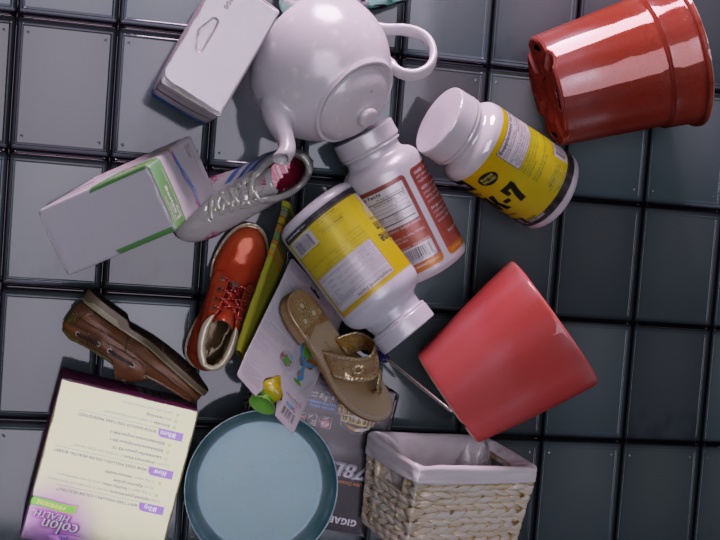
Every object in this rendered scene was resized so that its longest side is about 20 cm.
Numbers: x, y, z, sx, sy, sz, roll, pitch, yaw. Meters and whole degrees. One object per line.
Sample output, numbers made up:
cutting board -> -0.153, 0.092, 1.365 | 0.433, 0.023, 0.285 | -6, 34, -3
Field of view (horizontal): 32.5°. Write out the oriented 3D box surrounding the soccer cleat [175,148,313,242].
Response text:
soccer cleat -> -0.149, -0.100, 1.564 | 0.199, 0.086, 0.070 | -30, 100, -9

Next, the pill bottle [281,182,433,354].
pill bottle -> 0.000, 0.000, 1.532 | 0.112, 0.112, 0.201 | -37, 88, -8

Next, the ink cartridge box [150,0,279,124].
ink cartridge box -> -0.179, -0.261, 1.487 | 0.084, 0.200, 0.146 | 30, 87, -13

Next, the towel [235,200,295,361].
towel -> -0.121, 0.014, 1.559 | 0.018, 0.086, 0.202 | 15, 75, 8

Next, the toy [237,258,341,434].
toy -> -0.098, 0.097, 1.569 | 0.115, 0.047, 0.201 | 50, 40, -28

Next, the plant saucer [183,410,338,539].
plant saucer -> -0.128, 0.277, 1.579 | 0.198, 0.027, 0.203 | -1, 93, -12

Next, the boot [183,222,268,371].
boot -> -0.162, 0.036, 1.562 | 0.074, 0.107, 0.202 | 20, 87, -12

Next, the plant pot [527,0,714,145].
plant pot -> 0.333, -0.262, 1.624 | 0.193, 0.201, 0.203 | -16, 97, -3

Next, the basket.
basket -> 0.109, 0.291, 1.610 | 0.198, 0.135, 0.125 | 7, 99, -31

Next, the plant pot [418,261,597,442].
plant pot -> 0.183, 0.116, 1.615 | 0.177, 0.200, 0.201 | -35, 101, 3

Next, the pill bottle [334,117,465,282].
pill bottle -> 0.047, -0.090, 1.599 | 0.111, 0.112, 0.202 | -29, 100, -10

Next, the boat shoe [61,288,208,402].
boat shoe -> -0.285, 0.110, 1.560 | 0.199, 0.072, 0.068 | 39, 89, -3

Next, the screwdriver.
screwdriver -> 0.044, 0.128, 1.597 | 0.200, 0.028, 0.029 | 43, 108, 28

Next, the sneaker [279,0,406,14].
sneaker -> -0.014, -0.404, 1.580 | 0.198, 0.078, 0.142 | -11, 97, -13

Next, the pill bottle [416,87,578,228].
pill bottle -> 0.178, -0.148, 1.609 | 0.199, 0.114, 0.115 | 29, 87, -24

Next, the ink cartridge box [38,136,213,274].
ink cartridge box -> -0.270, -0.081, 1.461 | 0.143, 0.200, 0.085 | -22, 102, 11

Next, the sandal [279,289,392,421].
sandal -> -0.013, 0.105, 1.556 | 0.212, 0.069, 0.078 | 50, 45, -14

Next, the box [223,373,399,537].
box -> -0.067, 0.234, 1.628 | 0.198, 0.050, 0.201 | 15, 89, -13

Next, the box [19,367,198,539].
box -> -0.314, 0.244, 1.544 | 0.174, 0.097, 0.202 | 15, 90, -14

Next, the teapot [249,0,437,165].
teapot -> -0.027, -0.233, 1.519 | 0.146, 0.197, 0.201 | 45, 113, 26
